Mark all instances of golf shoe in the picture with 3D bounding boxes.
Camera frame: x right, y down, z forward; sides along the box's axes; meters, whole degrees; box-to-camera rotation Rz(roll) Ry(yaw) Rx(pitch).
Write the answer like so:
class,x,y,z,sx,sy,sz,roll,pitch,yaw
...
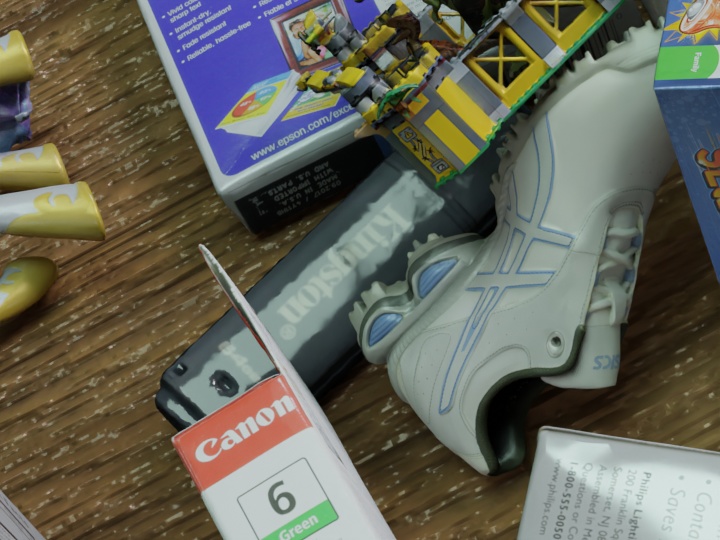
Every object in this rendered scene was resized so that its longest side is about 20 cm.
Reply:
class,x,y,z,sx,sy,sz,roll,pitch,yaw
golf shoe,0.085,-0.005,0.908,0.200,0.078,0.097,-53,56,33

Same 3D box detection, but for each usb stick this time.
class,x,y,z,sx,sy,sz,roll,pitch,yaw
usb stick,0.000,0.000,0.996,0.055,0.033,0.200,44,78,10

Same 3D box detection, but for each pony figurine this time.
class,x,y,z,sx,sy,sz,roll,pitch,yaw
pony figurine,-0.233,-0.036,1.072,0.200,0.167,0.193,-19,56,-11

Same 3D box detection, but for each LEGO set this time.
class,x,y,z,sx,sy,sz,roll,pitch,yaw
LEGO set,0.025,-0.127,0.919,0.154,0.116,0.200,-43,12,14

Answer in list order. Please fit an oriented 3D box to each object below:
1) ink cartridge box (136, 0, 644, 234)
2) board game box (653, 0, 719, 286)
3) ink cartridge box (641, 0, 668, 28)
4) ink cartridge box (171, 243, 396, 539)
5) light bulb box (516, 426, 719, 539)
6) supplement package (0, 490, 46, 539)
class,x,y,z,sx,sy,sz,roll,pitch,yaw
ink cartridge box,0.001,-0.134,1.097,0.198,0.043,0.200,-27,51,3
board game box,0.151,-0.055,0.867,0.034,0.200,0.135,0,56,21
ink cartridge box,0.143,-0.222,1.047,0.129,0.125,0.200,-25,48,4
ink cartridge box,-0.018,0.096,0.870,0.050,0.109,0.200,-32,57,-1
light bulb box,0.143,0.167,0.722,0.200,0.125,0.198,7,75,27
supplement package,-0.152,0.172,0.886,0.114,0.110,0.200,-32,49,-2
